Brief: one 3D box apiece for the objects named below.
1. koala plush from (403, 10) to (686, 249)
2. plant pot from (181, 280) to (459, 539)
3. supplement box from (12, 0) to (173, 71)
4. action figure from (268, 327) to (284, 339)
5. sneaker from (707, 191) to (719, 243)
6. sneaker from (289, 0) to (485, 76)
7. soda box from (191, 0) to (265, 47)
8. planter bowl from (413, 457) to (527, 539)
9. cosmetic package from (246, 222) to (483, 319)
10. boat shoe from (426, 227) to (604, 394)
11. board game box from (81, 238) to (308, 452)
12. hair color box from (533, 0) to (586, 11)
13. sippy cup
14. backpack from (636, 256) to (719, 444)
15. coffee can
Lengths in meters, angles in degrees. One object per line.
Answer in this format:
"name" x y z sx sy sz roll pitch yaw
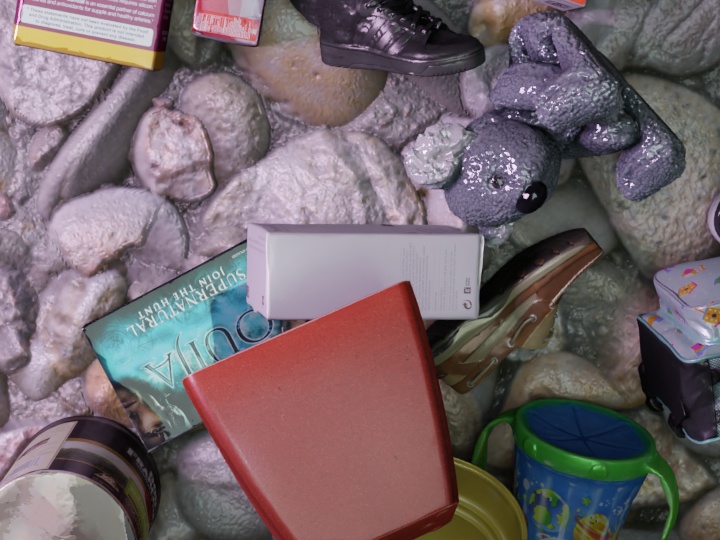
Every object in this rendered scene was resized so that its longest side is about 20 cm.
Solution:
"koala plush" 0.151 -0.115 1.364 0.200 0.184 0.177 -44 133 15
"plant pot" -0.016 0.149 1.263 0.198 0.200 0.178 -23 76 -6
"supplement box" -0.226 -0.288 1.348 0.129 0.103 0.202 11 98 -4
"action figure" -0.047 0.147 1.420 0.129 0.069 0.202 -16 103 2
"sneaker" 0.413 -0.092 1.394 0.075 0.114 0.200 44 94 -7
"sneaker" 0.017 -0.235 1.358 0.198 0.060 0.105 8 115 30
"soda box" -0.106 -0.306 1.367 0.063 0.070 0.202 10 96 -4
"planter bowl" 0.052 0.267 1.373 0.198 0.084 0.202 3 125 4
"cosmetic package" 0.000 0.000 1.374 0.198 0.113 0.082 2 95 -16
"boat shoe" 0.148 0.040 1.427 0.199 0.076 0.074 -38 103 11
"board game box" -0.145 0.067 1.436 0.199 0.028 0.136 -28 97 2
"hair color box" 0.109 -0.294 1.362 0.198 0.102 0.062 19 96 -6
"sippy cup" 0.198 0.207 1.423 0.138 0.178 0.132 -1 111 -30
"backpack" 0.366 0.061 1.383 0.198 0.176 0.155 -6 102 -6
"coffee can" -0.262 0.226 1.366 0.144 0.200 0.148 0 98 -2
